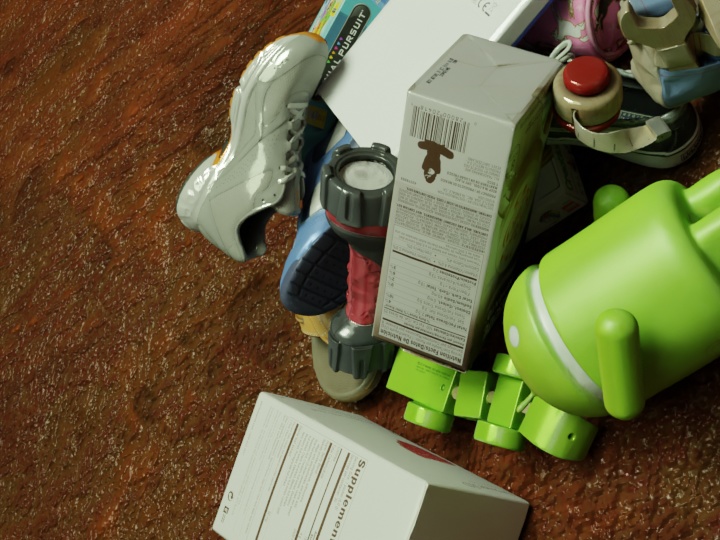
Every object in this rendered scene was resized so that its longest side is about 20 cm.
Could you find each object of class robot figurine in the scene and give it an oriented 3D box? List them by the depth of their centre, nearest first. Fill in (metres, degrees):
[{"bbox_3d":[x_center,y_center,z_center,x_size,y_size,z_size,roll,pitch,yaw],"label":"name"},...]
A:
[{"bbox_3d":[0.180,0.020,0.784,0.200,0.116,0.176,-36,24,28],"label":"robot figurine"}]

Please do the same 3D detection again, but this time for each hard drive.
[{"bbox_3d":[0.060,-0.180,0.922,0.200,0.025,0.132,-49,44,14],"label":"hard drive"}]

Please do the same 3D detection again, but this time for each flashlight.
[{"bbox_3d":[0.000,0.000,0.917,0.068,0.067,0.201,-64,-16,-46],"label":"flashlight"}]

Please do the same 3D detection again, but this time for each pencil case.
[{"bbox_3d":[0.133,-0.222,0.950,0.199,0.083,0.087,23,80,48],"label":"pencil case"}]

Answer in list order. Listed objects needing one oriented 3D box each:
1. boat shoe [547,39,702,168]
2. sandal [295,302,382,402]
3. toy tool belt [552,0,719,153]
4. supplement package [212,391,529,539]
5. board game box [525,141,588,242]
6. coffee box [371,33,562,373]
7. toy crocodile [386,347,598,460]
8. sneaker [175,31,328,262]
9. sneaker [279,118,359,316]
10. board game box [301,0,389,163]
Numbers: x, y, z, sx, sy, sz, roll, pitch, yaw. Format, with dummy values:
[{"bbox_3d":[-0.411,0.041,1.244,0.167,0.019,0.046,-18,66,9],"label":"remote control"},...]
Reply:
[{"bbox_3d":[0.147,-0.125,0.874,0.199,0.068,0.074,23,79,34],"label":"boat shoe"},{"bbox_3d":[-0.028,0.021,1.049,0.080,0.054,0.201,-28,58,37],"label":"sandal"},{"bbox_3d":[0.211,-0.174,0.768,0.199,0.123,0.125,-23,52,-2],"label":"toy tool belt"},{"bbox_3d":[0.004,0.187,0.907,0.199,0.121,0.121,21,90,47],"label":"supplement package"},{"bbox_3d":[0.083,-0.061,0.978,0.200,0.034,0.127,-35,53,33],"label":"board game box"},{"bbox_3d":[0.074,-0.047,0.846,0.079,0.114,0.201,19,127,17],"label":"coffee box"},{"bbox_3d":[0.092,0.096,0.902,0.199,0.062,0.068,9,81,52],"label":"toy crocodile"},{"bbox_3d":[-0.068,-0.095,0.977,0.092,0.076,0.201,42,115,25],"label":"sneaker"},{"bbox_3d":[-0.015,-0.056,1.003,0.082,0.074,0.201,24,85,48],"label":"sneaker"},{"bbox_3d":[-0.022,-0.202,1.079,0.201,0.047,0.151,-59,13,12],"label":"board game box"}]
